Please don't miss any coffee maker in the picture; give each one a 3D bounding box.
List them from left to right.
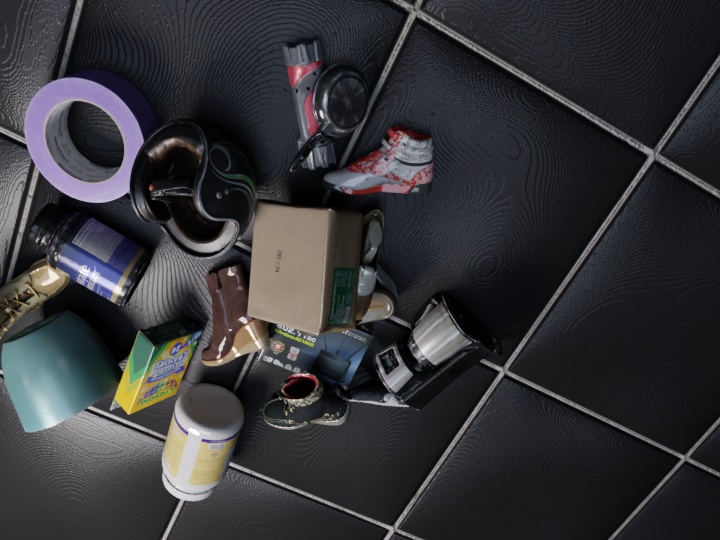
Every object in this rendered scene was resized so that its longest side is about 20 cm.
[{"bbox_3d":[0.152,0.172,1.176,0.199,0.136,0.192,-41,110,18],"label":"coffee maker"}]

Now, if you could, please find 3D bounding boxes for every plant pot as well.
[{"bbox_3d":[-0.579,0.176,1.156,0.196,0.201,0.165,-20,104,10],"label":"plant pot"}]

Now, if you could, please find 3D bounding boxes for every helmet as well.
[{"bbox_3d":[-0.263,-0.130,1.004,0.196,0.205,0.191,-23,156,11],"label":"helmet"}]

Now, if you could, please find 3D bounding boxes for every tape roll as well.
[{"bbox_3d":[-0.446,-0.225,1.019,0.193,0.086,0.206,0,116,0],"label":"tape roll"}]

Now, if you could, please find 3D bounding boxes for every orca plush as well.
[{"bbox_3d":[0.033,0.231,1.225,0.195,0.105,0.073,11,73,-28],"label":"orca plush"}]

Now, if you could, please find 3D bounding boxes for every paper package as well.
[{"bbox_3d":[-0.094,-0.010,1.031,0.187,0.102,0.207,10,96,39],"label":"paper package"}]

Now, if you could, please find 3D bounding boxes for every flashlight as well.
[{"bbox_3d":[-0.078,-0.274,1.007,0.067,0.067,0.205,-27,121,-28],"label":"flashlight"}]

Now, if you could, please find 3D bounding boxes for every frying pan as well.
[{"bbox_3d":[-0.055,-0.255,0.981,0.189,0.031,0.117,-39,129,-21],"label":"frying pan"}]

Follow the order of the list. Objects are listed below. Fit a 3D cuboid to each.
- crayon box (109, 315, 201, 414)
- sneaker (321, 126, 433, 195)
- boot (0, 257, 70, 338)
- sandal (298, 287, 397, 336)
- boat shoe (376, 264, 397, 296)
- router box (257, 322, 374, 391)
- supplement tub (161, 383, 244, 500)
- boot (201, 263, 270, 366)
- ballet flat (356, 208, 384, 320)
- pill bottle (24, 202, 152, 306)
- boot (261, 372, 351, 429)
[{"bbox_3d":[-0.401,0.196,1.193,0.051,0.125,0.203,37,115,19],"label":"crayon box"},{"bbox_3d":[0.030,-0.191,1.043,0.195,0.068,0.111,1,115,-4],"label":"sneaker"},{"bbox_3d":[-0.636,0.061,1.115,0.196,0.157,0.074,-26,114,12],"label":"boot"},{"bbox_3d":[-0.028,0.083,1.105,0.194,0.055,0.084,-8,118,10],"label":"sandal"},{"bbox_3d":[0.000,0.001,1.129,0.070,0.072,0.201,-38,110,17],"label":"boat shoe"},{"bbox_3d":[-0.088,0.139,1.200,0.195,0.063,0.153,22,112,-10],"label":"router box"},{"bbox_3d":[-0.330,0.356,1.259,0.142,0.146,0.204,18,115,-8],"label":"supplement tub"},{"bbox_3d":[-0.265,0.088,1.182,0.197,0.072,0.170,-21,93,35],"label":"boot"},{"bbox_3d":[0.010,-0.018,1.061,0.066,0.072,0.206,18,71,-17],"label":"ballet flat"},{"bbox_3d":[-0.488,-0.032,1.095,0.197,0.113,0.113,31,112,-14],"label":"pill bottle"},{"bbox_3d":[-0.133,0.255,1.204,0.198,0.075,0.154,-6,147,22],"label":"boot"}]
